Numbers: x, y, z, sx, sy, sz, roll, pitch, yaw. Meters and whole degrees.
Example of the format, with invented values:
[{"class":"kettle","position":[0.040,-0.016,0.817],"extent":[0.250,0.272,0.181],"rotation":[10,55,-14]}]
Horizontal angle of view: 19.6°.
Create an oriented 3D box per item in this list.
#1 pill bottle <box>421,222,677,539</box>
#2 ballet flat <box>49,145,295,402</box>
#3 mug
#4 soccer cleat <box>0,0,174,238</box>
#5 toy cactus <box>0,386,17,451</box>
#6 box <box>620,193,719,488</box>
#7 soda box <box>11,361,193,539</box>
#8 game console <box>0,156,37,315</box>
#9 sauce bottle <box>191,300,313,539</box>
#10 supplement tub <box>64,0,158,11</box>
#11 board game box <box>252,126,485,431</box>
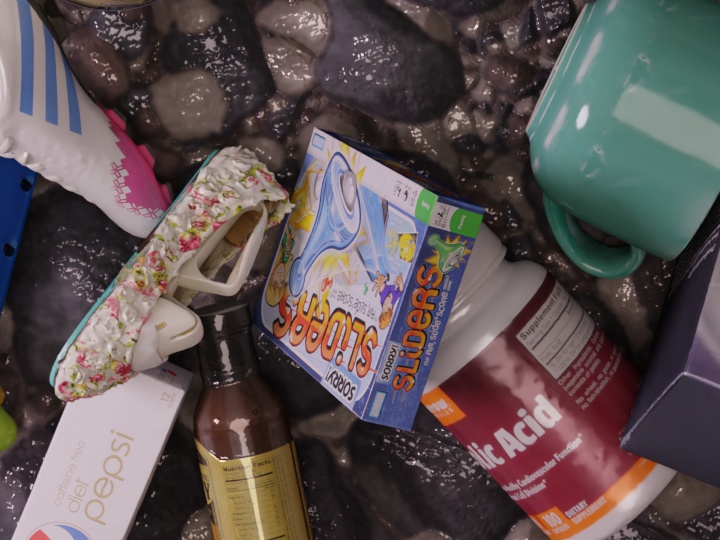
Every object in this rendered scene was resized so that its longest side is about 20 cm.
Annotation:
[{"class":"pill bottle","position":[0.102,0.068,1.300],"extent":[0.114,0.114,0.200],"rotation":[-43,95,6]},{"class":"ballet flat","position":[-0.111,0.007,1.280],"extent":[0.064,0.076,0.200],"rotation":[29,70,15]},{"class":"mug","position":[0.162,-0.084,1.259],"extent":[0.114,0.152,0.185],"rotation":[26,98,0]},{"class":"soccer cleat","position":[-0.195,-0.087,1.284],"extent":[0.086,0.070,0.200],"rotation":[-41,114,-20]},{"class":"toy cactus","position":[-0.288,0.036,1.326],"extent":[0.200,0.102,0.165],"rotation":[32,78,-1]},{"class":"box","position":[0.286,0.039,1.244],"extent":[0.200,0.123,0.199],"rotation":[22,62,-2]},{"class":"soda box","position":[-0.176,0.148,1.341],"extent":[0.068,0.064,0.200],"rotation":[23,98,-2]},{"class":"game console","position":[-0.307,-0.055,1.294],"extent":[0.170,0.118,0.200],"rotation":[-2,64,28]},{"class":"sauce bottle","position":[-0.072,0.120,1.334],"extent":[0.065,0.065,0.200],"rotation":[-10,98,2]},{"class":"supplement tub","position":[-0.140,-0.229,1.209],"extent":[0.144,0.200,0.145],"rotation":[0,93,-10]},{"class":"board game box","position":[0.000,0.000,1.251],"extent":[0.034,0.200,0.136],"rotation":[15,98,-25]}]
